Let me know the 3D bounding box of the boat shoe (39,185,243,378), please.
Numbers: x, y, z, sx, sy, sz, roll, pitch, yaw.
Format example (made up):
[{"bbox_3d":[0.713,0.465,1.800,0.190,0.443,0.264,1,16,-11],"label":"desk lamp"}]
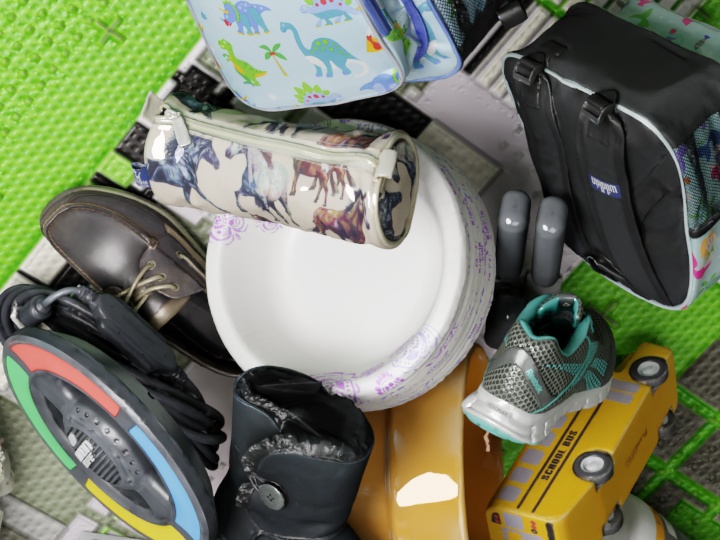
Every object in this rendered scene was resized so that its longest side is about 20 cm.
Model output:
[{"bbox_3d":[-0.143,0.009,1.390,0.200,0.073,0.075,33,110,-23],"label":"boat shoe"}]

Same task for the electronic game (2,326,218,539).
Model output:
[{"bbox_3d":[-0.175,0.119,1.327,0.042,0.200,0.200,-43,123,-26],"label":"electronic game"}]

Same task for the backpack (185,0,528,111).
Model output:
[{"bbox_3d":[-0.024,-0.207,1.220,0.183,0.147,0.200,-4,122,40],"label":"backpack"}]

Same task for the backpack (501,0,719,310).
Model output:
[{"bbox_3d":[0.201,-0.079,1.331,0.150,0.177,0.200,-32,130,-23],"label":"backpack"}]

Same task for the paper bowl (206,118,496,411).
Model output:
[{"bbox_3d":[0.000,0.000,1.353,0.201,0.201,0.104,-40,156,14],"label":"paper bowl"}]

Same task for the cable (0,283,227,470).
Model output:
[{"bbox_3d":[-0.183,0.086,1.397,0.200,0.051,0.163,43,145,-21],"label":"cable"}]

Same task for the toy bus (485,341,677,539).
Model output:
[{"bbox_3d":[0.174,0.138,1.457,0.078,0.200,0.065,11,135,30],"label":"toy bus"}]

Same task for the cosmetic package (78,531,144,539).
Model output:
[{"bbox_3d":[-0.138,0.283,1.547,0.200,0.071,0.102,10,117,-14],"label":"cosmetic package"}]

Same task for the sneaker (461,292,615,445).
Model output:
[{"bbox_3d":[0.146,0.054,1.381,0.077,0.200,0.091,26,115,15],"label":"sneaker"}]

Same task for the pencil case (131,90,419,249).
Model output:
[{"bbox_3d":[-0.053,-0.069,1.281,0.200,0.078,0.089,12,165,27],"label":"pencil case"}]

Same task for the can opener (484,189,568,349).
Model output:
[{"bbox_3d":[0.121,0.002,1.384,0.053,0.067,0.200,9,157,5],"label":"can opener"}]

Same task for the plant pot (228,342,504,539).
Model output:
[{"bbox_3d":[0.004,0.159,1.442,0.183,0.200,0.201,-4,121,12],"label":"plant pot"}]

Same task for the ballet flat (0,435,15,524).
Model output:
[{"bbox_3d":[-0.302,0.177,1.476,0.064,0.076,0.200,-6,130,-41],"label":"ballet flat"}]

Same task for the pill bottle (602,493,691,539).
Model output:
[{"bbox_3d":[0.252,0.278,1.574,0.200,0.116,0.116,38,108,-25],"label":"pill bottle"}]

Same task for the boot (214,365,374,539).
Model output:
[{"bbox_3d":[-0.020,0.172,1.291,0.200,0.076,0.168,38,138,19],"label":"boot"}]
